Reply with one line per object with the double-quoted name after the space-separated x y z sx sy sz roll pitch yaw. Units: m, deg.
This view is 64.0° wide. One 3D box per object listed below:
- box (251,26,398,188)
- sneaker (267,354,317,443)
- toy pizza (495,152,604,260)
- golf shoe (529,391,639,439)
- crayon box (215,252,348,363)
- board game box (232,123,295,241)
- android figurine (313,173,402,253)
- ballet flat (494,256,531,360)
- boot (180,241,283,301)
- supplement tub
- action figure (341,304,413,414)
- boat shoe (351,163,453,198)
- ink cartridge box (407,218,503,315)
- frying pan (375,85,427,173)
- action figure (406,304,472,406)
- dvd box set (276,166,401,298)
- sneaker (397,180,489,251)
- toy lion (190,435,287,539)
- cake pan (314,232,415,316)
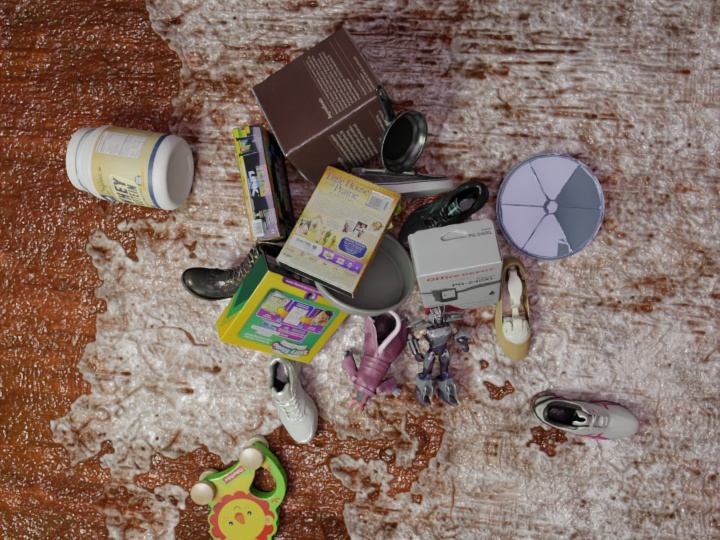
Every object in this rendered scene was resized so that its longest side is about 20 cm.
-0.052 -0.283 1.038 0.199 0.166 0.165 -30 69 7 "box"
-0.143 0.249 1.123 0.077 0.099 0.201 -20 90 7 "sneaker"
0.356 -0.119 1.087 0.199 0.032 0.202 0 93 5 "toy pizza"
0.420 0.279 1.067 0.199 0.092 0.073 8 92 5 "golf shoe"
-0.135 0.076 1.059 0.199 0.058 0.173 22 118 -36 "crayon box"
-0.173 -0.154 1.077 0.056 0.165 0.201 -10 91 6 "board game box"
-0.015 -0.115 1.124 0.181 0.041 0.201 -27 90 7 "android figurine"
0.287 0.075 1.087 0.068 0.063 0.201 -7 92 6 "ballet flat"
-0.215 -0.004 1.067 0.199 0.174 0.070 10 58 -27 "boot"
-0.442 -0.201 1.116 0.199 0.144 0.145 9 93 6 "supplement tub"
0.036 0.175 1.084 0.133 0.149 0.201 21 81 -1 "action figure"
0.080 -0.171 1.077 0.199 0.071 0.064 -5 86 -16 "boat shoe"
0.170 0.000 1.022 0.144 0.200 0.084 -10 66 7 "ink cartridge box"
0.052 -0.232 0.984 0.031 0.190 0.115 35 104 37 "frying pan"
0.146 0.156 1.082 0.129 0.069 0.201 -6 112 -11 "action figure"
-0.035 -0.070 0.989 0.146 0.029 0.201 22 71 10 "dvd box set"
0.152 -0.107 1.087 0.200 0.079 0.076 -37 88 8 "sneaker"
-0.229 0.467 1.167 0.200 0.069 0.192 -37 95 6 "toy lion"
0.000 0.000 1.036 0.200 0.201 0.037 31 140 4 "cake pan"
